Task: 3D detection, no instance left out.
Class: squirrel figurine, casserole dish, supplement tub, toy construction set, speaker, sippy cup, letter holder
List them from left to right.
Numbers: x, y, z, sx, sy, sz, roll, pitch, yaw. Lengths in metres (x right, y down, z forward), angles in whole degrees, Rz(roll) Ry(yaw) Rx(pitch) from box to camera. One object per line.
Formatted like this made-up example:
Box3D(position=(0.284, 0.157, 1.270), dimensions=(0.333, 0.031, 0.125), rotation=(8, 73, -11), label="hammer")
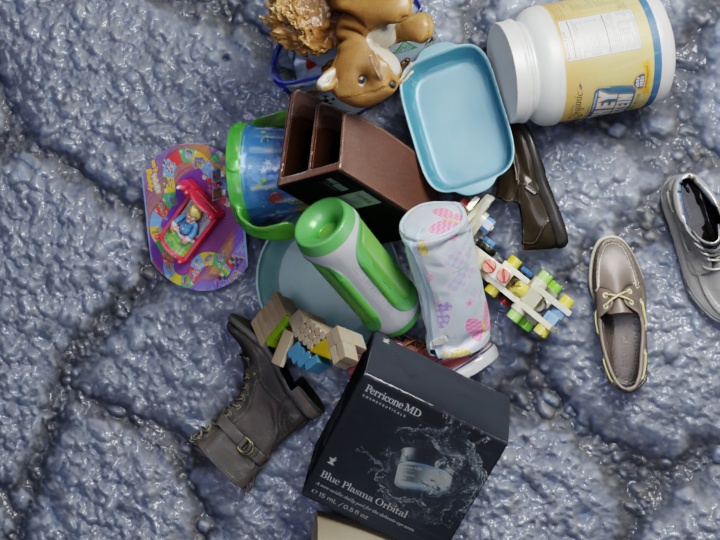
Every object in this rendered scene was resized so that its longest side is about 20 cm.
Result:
Box3D(position=(-0.097, -0.128, 1.410), dimensions=(0.129, 0.140, 0.180), rotation=(-2, 90, 10), label="sippy cup")
Box3D(position=(-0.011, -0.285, 1.240), dimensions=(0.198, 0.141, 0.189), rotation=(15, 97, 28), label="squirrel figurine")
Box3D(position=(0.000, 0.000, 1.329), dimensions=(0.088, 0.200, 0.089), rotation=(-19, 46, 21), label="speaker")
Box3D(position=(0.006, -0.139, 1.339), dimensions=(0.100, 0.199, 0.144), rotation=(-11, 64, 37), label="letter holder")
Box3D(position=(0.122, -0.186, 1.348), dimensions=(0.120, 0.039, 0.202), rotation=(-18, 77, 12), label="casserole dish")
Box3D(position=(0.180, -0.001, 1.366), dimensions=(0.092, 0.131, 0.201), rotation=(-38, 84, 6), label="toy construction set")
Box3D(position=(0.267, -0.258, 1.325), dimensions=(0.198, 0.145, 0.146), rotation=(-12, 88, -7), label="supplement tub")

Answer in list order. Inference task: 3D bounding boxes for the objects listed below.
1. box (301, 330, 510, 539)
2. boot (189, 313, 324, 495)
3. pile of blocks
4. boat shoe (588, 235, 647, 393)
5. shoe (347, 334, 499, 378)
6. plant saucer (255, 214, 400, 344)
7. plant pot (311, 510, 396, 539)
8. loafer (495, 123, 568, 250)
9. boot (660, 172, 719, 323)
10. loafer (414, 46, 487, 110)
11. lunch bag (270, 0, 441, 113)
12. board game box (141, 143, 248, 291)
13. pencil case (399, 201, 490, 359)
Box3D(position=(0.057, 0.218, 1.350), dimensions=(0.195, 0.118, 0.201), rotation=(25, 114, -2), label="box")
Box3D(position=(-0.163, 0.180, 1.456), dimensions=(0.174, 0.069, 0.201), rotation=(-40, 86, 7), label="boot")
Box3D(position=(-0.061, 0.095, 1.375), dimensions=(0.199, 0.062, 0.083), rotation=(25, 91, 50), label="pile of blocks")
Box3D(position=(0.331, 0.055, 1.377), dimensions=(0.071, 0.060, 0.203), rotation=(-5, 89, 10), label="boat shoe")
Box3D(position=(0.075, 0.115, 1.414), dimensions=(0.199, 0.071, 0.092), rotation=(-26, 91, 13), label="shoe")
Box3D(position=(-0.041, 0.013, 1.452), dimensions=(0.197, 0.036, 0.203), rotation=(0, 91, 9), label="plant saucer")
Box3D(position=(0.035, 0.410, 1.381), dimensions=(0.197, 0.187, 0.190), rotation=(5, 91, -5), label="plant pot")
Box3D(position=(0.204, -0.116, 1.391), dimensions=(0.071, 0.073, 0.202), rotation=(-21, 86, 8), label="loafer")
Box3D(position=(0.428, -0.025, 1.342), dimensions=(0.073, 0.096, 0.202), rotation=(-25, 86, 9), label="boot")
Box3D(position=(0.157, -0.250, 1.405), dimensions=(0.199, 0.063, 0.072), rotation=(-28, 84, 9), label="loafer")
Box3D(position=(-0.012, -0.283, 1.377), dimensions=(0.199, 0.170, 0.124), rotation=(-38, 73, 8), label="lunch bag")
Box3D(position=(-0.233, -0.068, 1.454), dimensions=(0.156, 0.039, 0.203), rotation=(0, 100, 24), label="board game box")
Box3D(position=(0.103, 0.014, 1.331), dimensions=(0.090, 0.083, 0.202), rotation=(-27, 126, -18), label="pencil case")
